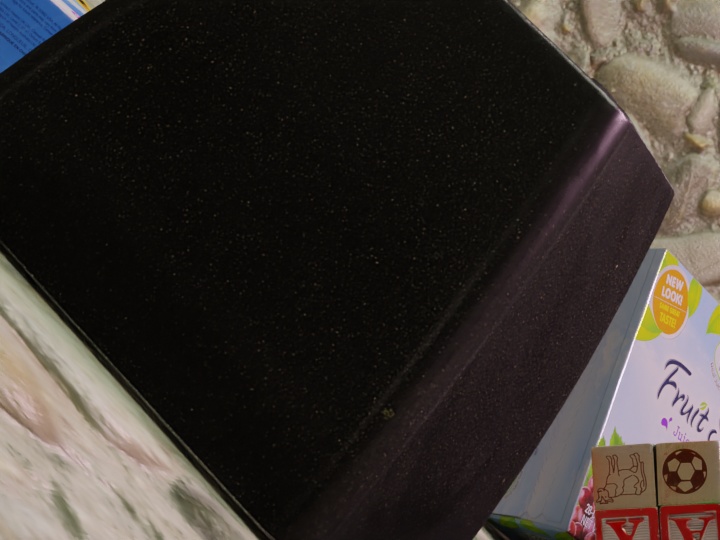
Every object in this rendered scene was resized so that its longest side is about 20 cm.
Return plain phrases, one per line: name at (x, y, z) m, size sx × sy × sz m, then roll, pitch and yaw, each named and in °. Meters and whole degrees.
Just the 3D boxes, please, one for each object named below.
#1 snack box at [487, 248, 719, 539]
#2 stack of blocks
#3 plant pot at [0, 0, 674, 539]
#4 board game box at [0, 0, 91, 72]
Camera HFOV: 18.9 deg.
snack box at (0.165, 0.103, 1.218) m, size 0.067 × 0.169 × 0.200 m, roll 7°, pitch -24°, yaw 39°
stack of blocks at (0.157, 0.148, 1.051) m, size 0.200 × 0.058 × 0.116 m, roll 35°, pitch 52°, yaw -73°
plant pot at (-0.002, -0.023, 0.781) m, size 0.200 × 0.177 × 0.200 m, roll 45°, pitch 5°, yaw 18°
board game box at (-0.201, -0.153, 0.961) m, size 0.200 × 0.056 × 0.196 m, roll 42°, pitch 5°, yaw -33°
